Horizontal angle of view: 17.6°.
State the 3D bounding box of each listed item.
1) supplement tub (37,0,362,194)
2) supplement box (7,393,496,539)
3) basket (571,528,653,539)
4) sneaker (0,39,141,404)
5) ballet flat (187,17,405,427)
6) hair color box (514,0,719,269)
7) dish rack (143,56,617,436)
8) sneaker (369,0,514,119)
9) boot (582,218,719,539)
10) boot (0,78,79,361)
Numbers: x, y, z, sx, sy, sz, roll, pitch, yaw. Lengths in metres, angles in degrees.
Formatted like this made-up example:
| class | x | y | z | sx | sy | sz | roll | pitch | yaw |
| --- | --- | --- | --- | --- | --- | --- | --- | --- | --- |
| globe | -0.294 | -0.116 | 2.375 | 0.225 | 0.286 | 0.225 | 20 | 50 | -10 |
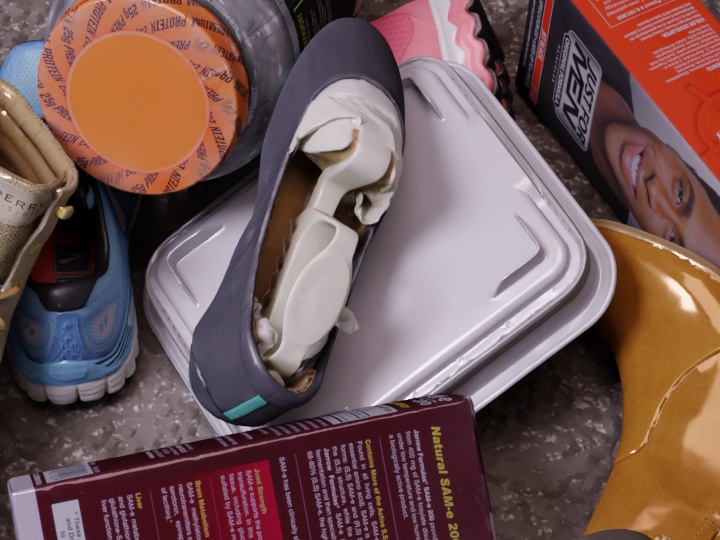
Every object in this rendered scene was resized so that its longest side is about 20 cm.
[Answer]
| class | x | y | z | sx | sy | sz | roll | pitch | yaw |
| --- | --- | --- | --- | --- | --- | --- | --- | --- | --- |
| supplement tub | -0.076 | -0.120 | 1.115 | 0.122 | 0.123 | 0.200 | 14 | 28 | 8 |
| supplement box | -0.043 | 0.123 | 0.990 | 0.199 | 0.061 | 0.110 | -10 | 92 | -10 |
| basket | 0.128 | 0.213 | 0.916 | 0.136 | 0.181 | 0.200 | 14 | 28 | -47 |
| sneaker | -0.141 | -0.039 | 1.113 | 0.078 | 0.090 | 0.201 | -8 | 54 | -8 |
| ballet flat | -0.015 | -0.024 | 1.019 | 0.073 | 0.073 | 0.201 | 18 | 71 | 10 |
| hair color box | 0.156 | -0.066 | 1.139 | 0.061 | 0.102 | 0.200 | -24 | 58 | -19 |
| dish rack | 0.000 | 0.000 | 1.074 | 0.200 | 0.044 | 0.172 | -36 | 60 | 2 |
| sneaker | 0.037 | -0.050 | 1.156 | 0.086 | 0.074 | 0.201 | -16 | 56 | 13 |
| boot | 0.136 | 0.074 | 1.056 | 0.201 | 0.071 | 0.144 | 36 | 60 | 16 |
| boot | -0.175 | 0.025 | 1.010 | 0.072 | 0.156 | 0.201 | 17 | 35 | -28 |
